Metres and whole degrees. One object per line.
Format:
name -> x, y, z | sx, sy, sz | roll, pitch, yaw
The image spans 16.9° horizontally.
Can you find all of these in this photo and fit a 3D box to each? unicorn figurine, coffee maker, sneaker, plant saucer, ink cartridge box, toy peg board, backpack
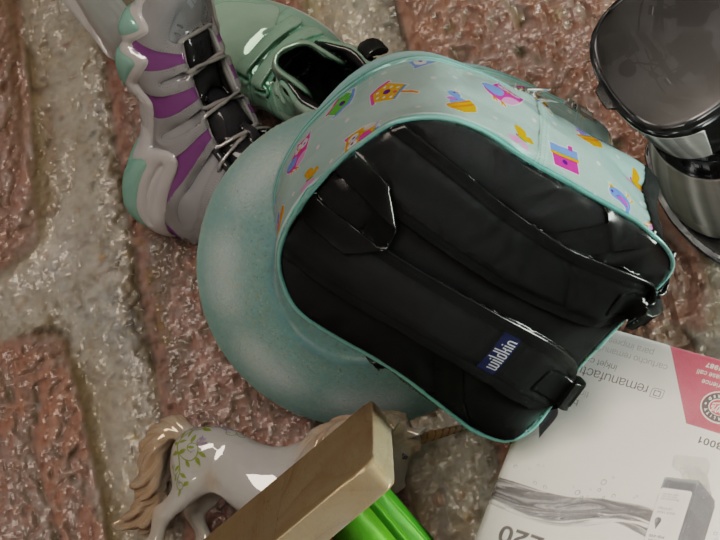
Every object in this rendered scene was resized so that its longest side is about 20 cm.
unicorn figurine -> -0.049, 0.136, 1.453 | 0.200, 0.074, 0.137 | 14, 92, 6
coffee maker -> 0.235, -0.120, 1.397 | 0.135, 0.200, 0.192 | 34, 82, 25
sneaker -> -0.078, -0.091, 1.499 | 0.140, 0.200, 0.078 | 27, 47, 28
plant saucer -> 0.000, 0.000, 1.457 | 0.201, 0.039, 0.201 | 0, 98, 0
ink cartridge box -> 0.152, 0.144, 1.386 | 0.146, 0.085, 0.200 | 16, 77, 22
toy peg board -> -0.039, 0.184, 1.323 | 0.199, 0.200, 0.098 | -40, 94, 4
backpack -> 0.051, -0.028, 1.336 | 0.176, 0.200, 0.153 | -49, 30, 29
sneaker -> -0.044, -0.138, 1.538 | 0.200, 0.118, 0.074 | 34, 83, 26

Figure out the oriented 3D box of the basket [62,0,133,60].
basket -> -0.190, -0.265, 1.628 | 0.123, 0.136, 0.200 | -39, 63, -5
